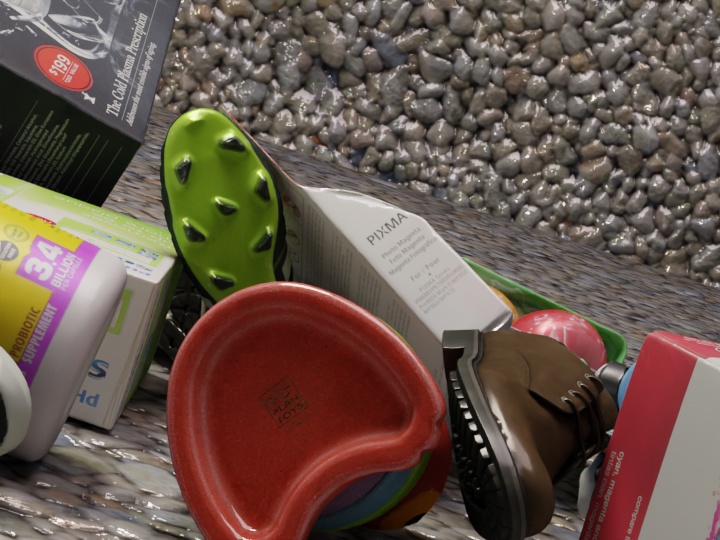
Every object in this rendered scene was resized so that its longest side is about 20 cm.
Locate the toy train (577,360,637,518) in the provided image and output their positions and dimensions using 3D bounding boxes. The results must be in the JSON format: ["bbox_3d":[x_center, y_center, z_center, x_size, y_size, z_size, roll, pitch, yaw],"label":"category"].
[{"bbox_3d":[0.205,0.121,1.294,0.199,0.115,0.087,22,4,24],"label":"toy train"}]

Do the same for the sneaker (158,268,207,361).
[{"bbox_3d":[-0.091,0.021,1.466,0.200,0.079,0.089,23,11,37],"label":"sneaker"}]

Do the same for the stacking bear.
[{"bbox_3d":[-0.009,0.075,1.127,0.114,0.121,0.200,55,6,17],"label":"stacking bear"}]

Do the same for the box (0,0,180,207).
[{"bbox_3d":[-0.223,-0.136,1.488,0.182,0.104,0.200,28,31,-14],"label":"box"}]

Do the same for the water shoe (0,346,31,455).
[{"bbox_3d":[-0.239,0.046,1.010,0.199,0.072,0.079,19,33,8],"label":"water shoe"}]

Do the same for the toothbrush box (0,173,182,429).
[{"bbox_3d":[-0.179,0.009,1.297,0.145,0.086,0.200,19,8,-1],"label":"toothbrush box"}]

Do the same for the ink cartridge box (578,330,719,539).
[{"bbox_3d":[0.223,0.133,1.112,0.145,0.145,0.200,13,8,-32],"label":"ink cartridge box"}]

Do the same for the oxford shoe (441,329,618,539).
[{"bbox_3d":[0.084,0.071,1.151,0.084,0.073,0.200,-5,21,3],"label":"oxford shoe"}]

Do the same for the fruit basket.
[{"bbox_3d":[0.100,0.060,1.471,0.185,0.094,0.200,26,-1,-9],"label":"fruit basket"}]

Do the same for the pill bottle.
[{"bbox_3d":[-0.215,0.002,1.091,0.199,0.105,0.104,24,7,-3],"label":"pill bottle"}]

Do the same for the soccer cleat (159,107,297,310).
[{"bbox_3d":[-0.067,0.003,1.333,0.067,0.201,0.081,-27,17,-17],"label":"soccer cleat"}]

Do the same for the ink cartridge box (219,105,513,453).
[{"bbox_3d":[0.000,0.000,1.367,0.200,0.057,0.163,52,-17,19],"label":"ink cartridge box"}]
